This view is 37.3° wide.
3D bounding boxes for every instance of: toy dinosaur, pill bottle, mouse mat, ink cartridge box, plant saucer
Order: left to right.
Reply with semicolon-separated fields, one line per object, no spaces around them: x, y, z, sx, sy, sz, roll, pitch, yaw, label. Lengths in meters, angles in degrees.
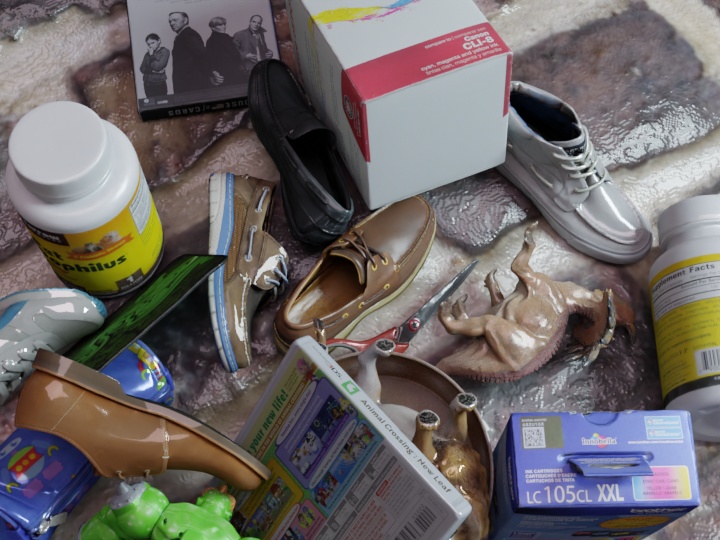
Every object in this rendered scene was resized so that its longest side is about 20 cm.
-0.238;-0.060;0.923;0.109;0.200;0.109;0;65;0;pill bottle
-0.207;0.050;0.910;0.200;0.161;0.008;-42;106;-18;mouse mat
0.013;0.168;0.888;0.200;0.034;0.200;-3;76;13;plant saucer
0.031;-0.191;0.995;0.145;0.145;0.200;-21;55;-10;ink cartridge box
0.150;0.055;0.943;0.200;0.086;0.136;-40;79;-11;toy dinosaur
0.175;0.160;0.827;0.136;0.200;0.076;-1;66;-1;ink cartridge box
0.312;0.039;0.930;0.111;0.111;0.200;2;62;0;pill bottle

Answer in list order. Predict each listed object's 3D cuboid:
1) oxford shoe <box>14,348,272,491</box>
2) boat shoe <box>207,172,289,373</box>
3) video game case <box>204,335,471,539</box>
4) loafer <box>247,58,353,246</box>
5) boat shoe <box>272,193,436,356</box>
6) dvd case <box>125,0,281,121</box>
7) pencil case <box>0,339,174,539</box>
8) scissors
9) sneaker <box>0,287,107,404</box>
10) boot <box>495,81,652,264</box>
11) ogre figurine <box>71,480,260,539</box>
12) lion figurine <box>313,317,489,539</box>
-0.164;0.131;0.806;0.200;0.071;0.071;26;76;-13;oxford shoe
-0.101;-0.004;0.970;0.072;0.072;0.200;-3;66;-3;boat shoe
-0.029;0.181;0.826;0.182;0.200;0.022;45;34;21;video game case
-0.052;-0.120;1.008;0.068;0.070;0.201;1;61;-43;loafer
-0.001;0.000;0.971;0.072;0.068;0.200;39;71;16;boat shoe
-0.165;-0.254;1.109;0.150;0.025;0.200;-9;66;-4;dvd case
-0.236;0.142;0.877;0.087;0.078;0.200;20;53;29;pencil case
0.042;0.063;0.966;0.200;0.014;0.073;-28;93;-20;scissors
-0.315;0.075;0.933;0.200;0.077;0.081;-19;65;1;sneaker
0.196;-0.093;0.999;0.200;0.096;0.074;41;72;16;boot
-0.132;0.233;0.828;0.200;0.120;0.098;36;38;20;ogre figurine
0.027;0.129;0.839;0.072;0.123;0.200;-26;47;-32;lion figurine
